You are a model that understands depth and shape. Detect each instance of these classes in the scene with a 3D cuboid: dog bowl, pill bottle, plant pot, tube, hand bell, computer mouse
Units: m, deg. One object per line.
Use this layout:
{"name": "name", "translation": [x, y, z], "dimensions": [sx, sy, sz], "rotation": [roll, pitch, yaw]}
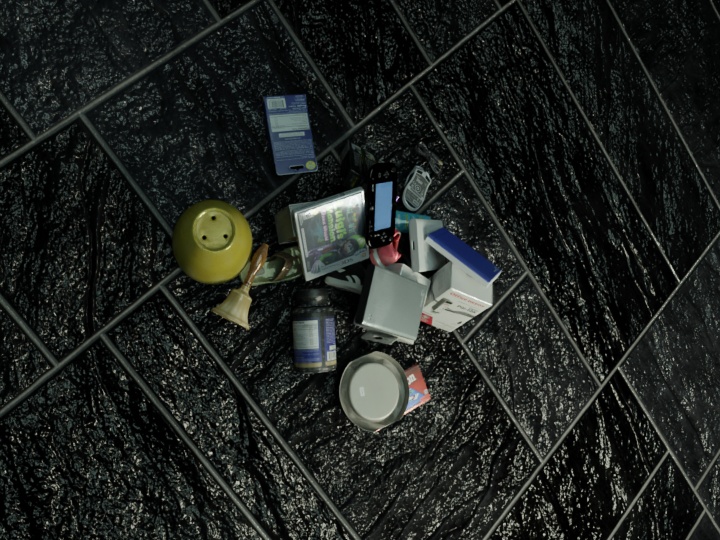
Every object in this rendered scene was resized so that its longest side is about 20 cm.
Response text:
{"name": "dog bowl", "translation": [0.030, 0.321, 1.519], "dimensions": [0.193, 0.059, 0.207], "rotation": [5, 72, -16]}
{"name": "pill bottle", "translation": [-0.118, 0.152, 1.458], "dimensions": [0.108, 0.111, 0.208], "rotation": [-1, 86, -22]}
{"name": "plant pot", "translation": [-0.343, -0.079, 1.350], "dimensions": [0.193, 0.142, 0.208], "rotation": [3, 81, -17]}
{"name": "tube", "translation": [0.102, -0.137, 1.613], "dimensions": [0.193, 0.050, 0.080], "rotation": [4, 77, -17]}
{"name": "hand bell", "translation": [-0.275, 0.028, 1.401], "dimensions": [0.102, 0.104, 0.205], "rotation": [28, 78, -18]}
{"name": "computer mouse", "translation": [0.164, -0.259, 1.649], "dimensions": [0.109, 0.043, 0.204], "rotation": [37, 68, -22]}

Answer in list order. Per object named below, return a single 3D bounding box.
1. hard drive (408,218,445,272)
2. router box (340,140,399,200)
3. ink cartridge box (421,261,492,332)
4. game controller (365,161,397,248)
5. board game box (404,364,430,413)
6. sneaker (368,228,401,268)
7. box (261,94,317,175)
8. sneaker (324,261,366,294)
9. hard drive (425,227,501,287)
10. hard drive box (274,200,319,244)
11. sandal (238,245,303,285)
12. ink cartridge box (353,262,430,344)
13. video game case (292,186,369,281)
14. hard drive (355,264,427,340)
{"name": "hard drive", "translation": [0.181, -0.068, 1.548], "dimensions": [0.198, 0.026, 0.137], "rotation": [-6, 92, -62]}
{"name": "router box", "translation": [0.021, -0.252, 1.510], "dimensions": [0.146, 0.202, 0.052], "rotation": [27, 118, -19]}
{"name": "ink cartridge box", "translation": [0.245, 0.076, 1.564], "dimensions": [0.143, 0.200, 0.085], "rotation": [20, 56, -19]}
{"name": "game controller", "translation": [0.050, -0.158, 1.397], "dimensions": [0.103, 0.041, 0.207], "rotation": [-22, 118, -53]}
{"name": "board game box", "translation": [0.096, 0.350, 1.585], "dimensions": [0.196, 0.019, 0.106], "rotation": [-25, 95, -23]}
{"name": "sneaker", "translation": [0.069, -0.099, 1.514], "dimensions": [0.073, 0.085, 0.206], "rotation": [37, 41, -51]}
{"name": "box", "translation": [-0.185, -0.354, 1.510], "dimensions": [0.117, 0.032, 0.208], "rotation": [-9, 88, -23]}
{"name": "sneaker", "translation": [0.000, 0.000, 1.482], "dimensions": [0.073, 0.195, 0.115], "rotation": [33, 73, -57]}
{"name": "hard drive", "translation": [0.273, -0.038, 1.514], "dimensions": [0.198, 0.026, 0.131], "rotation": [39, 26, 15]}
{"name": "hard drive box", "translation": [-0.105, -0.128, 1.462], "dimensions": [0.194, 0.155, 0.080], "rotation": [-11, 90, -22]}
{"name": "sandal", "translation": [-0.210, -0.008, 1.458], "dimensions": [0.195, 0.057, 0.082], "rotation": [-19, 89, -21]}
{"name": "ink cartridge box", "translation": [0.080, 0.096, 1.524], "dimensions": [0.124, 0.126, 0.206], "rotation": [26, 77, -39]}
{"name": "video game case", "translation": [-0.066, -0.085, 1.387], "dimensions": [0.177, 0.023, 0.205], "rotation": [-20, 131, -17]}
{"name": "hard drive", "translation": [0.079, 0.081, 1.414], "dimensions": [0.197, 0.032, 0.145], "rotation": [20, 80, -41]}
